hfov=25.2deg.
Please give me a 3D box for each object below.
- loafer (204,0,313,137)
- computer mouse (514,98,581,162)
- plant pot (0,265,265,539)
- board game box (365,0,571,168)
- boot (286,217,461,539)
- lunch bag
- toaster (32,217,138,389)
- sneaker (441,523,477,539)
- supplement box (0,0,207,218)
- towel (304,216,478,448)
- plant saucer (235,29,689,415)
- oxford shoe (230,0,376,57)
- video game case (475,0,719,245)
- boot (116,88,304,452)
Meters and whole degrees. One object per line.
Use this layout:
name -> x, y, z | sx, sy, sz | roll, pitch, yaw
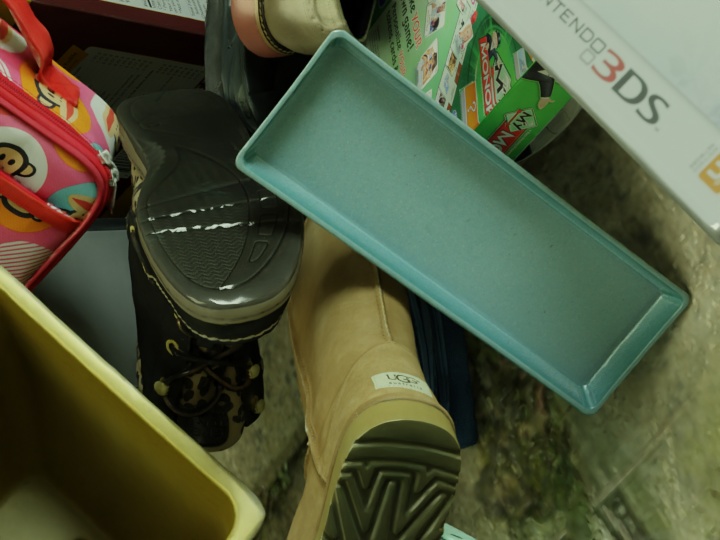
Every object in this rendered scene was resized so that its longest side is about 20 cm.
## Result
loafer -> -0.056, -0.134, 0.850 | 0.072, 0.072, 0.202 | -38, 39, 45
computer mouse -> 0.092, -0.104, 0.711 | 0.200, 0.044, 0.111 | -41, 44, 49
plant pot -> -0.174, 0.150, 0.796 | 0.195, 0.194, 0.200 | 39, 163, 13
board game box -> 0.047, -0.132, 0.733 | 0.135, 0.029, 0.201 | -47, 38, 43
boot -> -0.008, 0.076, 0.713 | 0.200, 0.066, 0.176 | -105, 34, -61
lunch bag -> -0.219, -0.075, 0.789 | 0.176, 0.199, 0.082 | -41, 27, 26
toaster -> -0.196, 0.047, 1.001 | 0.180, 0.199, 0.120 | -29, 73, 41
sneaker -> 0.079, 0.163, 0.684 | 0.200, 0.118, 0.074 | 5, 65, 53
supplement box -> -0.194, -0.133, 0.933 | 0.197, 0.199, 0.134 | -40, 61, 34
towel -> 0.000, 0.000, 0.841 | 0.111, 0.048, 0.202 | -21, 77, 52
plant saucer -> 0.045, -0.018, 0.674 | 0.070, 0.199, 0.019 | -51, 22, 12
oxford shoe -> 0.003, -0.195, 0.769 | 0.074, 0.070, 0.202 | 10, 84, 37
video game case -> 0.146, -0.136, 0.584 | 0.200, 0.022, 0.183 | -45, 53, 9
boot -> -0.071, 0.018, 0.748 | 0.200, 0.073, 0.152 | -124, 30, -55
